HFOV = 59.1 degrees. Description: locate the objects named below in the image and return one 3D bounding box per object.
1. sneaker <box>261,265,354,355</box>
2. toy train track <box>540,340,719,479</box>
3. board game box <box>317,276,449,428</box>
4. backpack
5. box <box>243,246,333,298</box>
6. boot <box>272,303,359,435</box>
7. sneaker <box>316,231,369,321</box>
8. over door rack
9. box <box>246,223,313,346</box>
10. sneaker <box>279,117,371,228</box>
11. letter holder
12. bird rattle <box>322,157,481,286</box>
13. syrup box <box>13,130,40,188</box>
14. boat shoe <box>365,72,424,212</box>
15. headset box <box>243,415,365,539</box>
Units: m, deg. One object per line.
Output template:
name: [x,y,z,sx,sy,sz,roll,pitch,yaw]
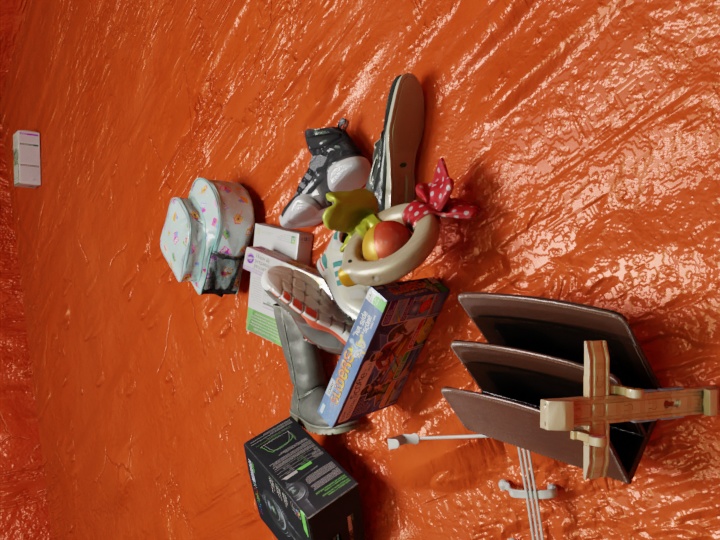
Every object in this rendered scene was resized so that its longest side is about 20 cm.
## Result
sneaker: [-0.072,0.075,0.929,0.082,0.199,0.078,-43,17,34]
toy train track: [0.244,0.119,0.545,0.032,0.197,0.117,178,92,-67]
board game box: [0.031,0.107,0.843,0.034,0.134,0.202,39,118,32]
backpack: [-0.289,-0.075,1.214,0.176,0.152,0.202,48,118,44]
box: [-0.107,0.008,1.038,0.198,0.041,0.039,22,104,31]
boot: [-0.074,0.147,1.007,0.180,0.072,0.204,0,92,49]
sneaker: [0.000,0.000,0.918,0.200,0.069,0.094,52,123,50]
over door rack: [0.138,0.262,0.757,0.197,0.066,0.151,-12,80,28]
box: [-0.147,0.025,1.131,0.143,0.036,0.204,16,101,48]
sneaker: [-0.068,-0.153,1.011,0.199,0.075,0.115,-34,64,38]
letter holder: [0.177,0.106,0.645,0.198,0.143,0.101,6,51,49]
bird rattle: [0.049,-0.043,0.794,0.197,0.114,0.164,-4,44,25]
syrup box: [-1.267,-0.422,2.413,0.078,0.081,0.204,-6,85,47]
boat shoe: [0.041,-0.170,0.881,0.067,0.071,0.204,18,106,44]
headset box: [-0.079,0.357,0.964,0.199,0.092,0.177,31,135,45]
